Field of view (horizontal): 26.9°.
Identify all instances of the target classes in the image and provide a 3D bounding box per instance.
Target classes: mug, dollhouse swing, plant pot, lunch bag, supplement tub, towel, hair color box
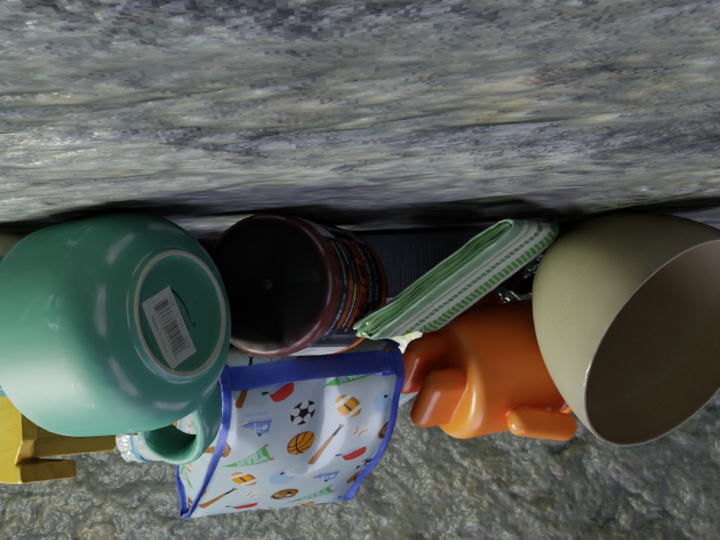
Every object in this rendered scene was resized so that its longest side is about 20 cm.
[{"bbox_3d":[-0.153,0.041,1.045,0.114,0.152,0.185,-10,155,38],"label":"mug"},{"bbox_3d":[-0.270,0.092,1.415,0.176,0.200,0.182,0,175,-33],"label":"dollhouse swing"},{"bbox_3d":[0.223,0.029,1.273,0.200,0.201,0.134,0,-151,-40],"label":"plant pot"},{"bbox_3d":[-0.066,0.121,1.296,0.170,0.124,0.200,-6,153,-22],"label":"lunch bag"},{"bbox_3d":[-0.041,0.013,1.172,0.107,0.107,0.200,-5,177,16],"label":"supplement tub"},{"bbox_3d":[0.085,0.004,1.205,0.152,0.023,0.200,-37,169,16],"label":"towel"},{"bbox_3d":[0.000,0.000,1.348,0.200,0.061,0.099,-3,177,-12],"label":"hair color box"}]

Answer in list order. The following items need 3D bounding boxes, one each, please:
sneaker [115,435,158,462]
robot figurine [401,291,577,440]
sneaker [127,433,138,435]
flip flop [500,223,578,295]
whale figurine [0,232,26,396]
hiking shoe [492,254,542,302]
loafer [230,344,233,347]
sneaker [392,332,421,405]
[{"bbox_3d":[-0.199,0.116,1.439,0.086,0.075,0.200,9,143,21],"label":"sneaker"},{"bbox_3d":[0.132,0.088,1.364,0.200,0.117,0.144,-10,-167,-27],"label":"robot figurine"},{"bbox_3d":[-0.229,0.055,1.282,0.070,0.109,0.200,-30,137,9],"label":"sneaker"},{"bbox_3d":[0.163,-0.007,1.412,0.081,0.058,0.200,0,175,-45],"label":"flip flop"},{"bbox_3d":[-0.287,0.058,1.119,0.200,0.104,0.159,-29,138,24],"label":"whale figurine"},{"bbox_3d":[0.197,-0.002,1.571,0.087,0.074,0.200,-45,-178,-27],"label":"hiking shoe"},{"bbox_3d":[-0.178,0.040,1.350,0.200,0.073,0.072,25,-148,-12],"label":"loafer"},{"bbox_3d":[0.053,0.054,1.553,0.079,0.200,0.131,35,179,16],"label":"sneaker"}]
